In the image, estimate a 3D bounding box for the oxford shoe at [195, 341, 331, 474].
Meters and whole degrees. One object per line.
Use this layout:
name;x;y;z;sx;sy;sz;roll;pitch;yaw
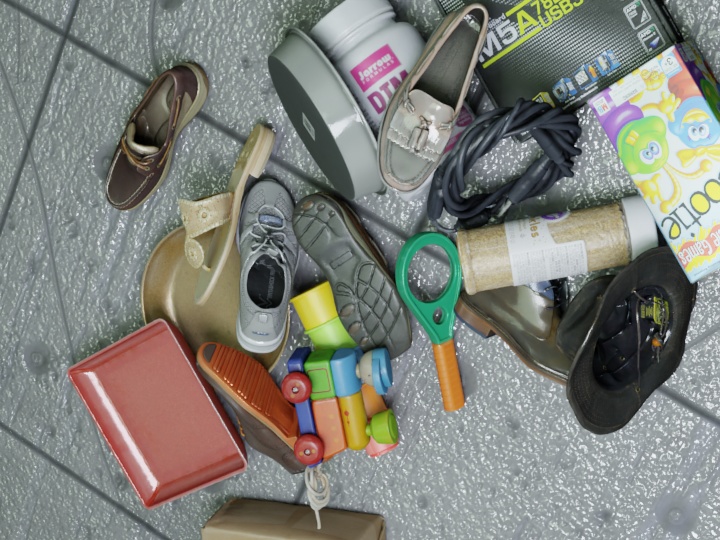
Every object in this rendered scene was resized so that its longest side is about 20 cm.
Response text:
oxford shoe;-0.122;0.163;1.682;0.200;0.072;0.073;45;123;-15

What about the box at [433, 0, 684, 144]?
box;0.194;-0.260;1.490;0.199;0.047;0.195;-30;89;26

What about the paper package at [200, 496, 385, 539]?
paper package;-0.074;0.375;1.715;0.197;0.103;0.194;2;103;23

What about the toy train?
toy train;-0.010;0.180;1.609;0.114;0.085;0.203;-7;104;14

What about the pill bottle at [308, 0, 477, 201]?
pill bottle;0.036;-0.184;1.539;0.113;0.113;0.201;-37;85;26

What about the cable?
cable;0.148;-0.102;1.464;0.161;0.201;0.051;-14;64;-13

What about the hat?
hat;0.248;0.056;1.468;0.080;0.199;0.203;27;112;39

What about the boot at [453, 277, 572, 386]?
boot;0.196;0.048;1.539;0.198;0.075;0.098;30;114;18

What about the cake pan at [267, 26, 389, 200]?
cake pan;-0.037;-0.157;1.541;0.036;0.200;0.202;-31;87;-9

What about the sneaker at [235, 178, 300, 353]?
sneaker;-0.096;-0.015;1.614;0.074;0.082;0.203;3;63;-11

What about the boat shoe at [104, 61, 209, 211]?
boat shoe;-0.248;-0.151;1.698;0.072;0.072;0.201;42;114;10

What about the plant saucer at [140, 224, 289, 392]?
plant saucer;-0.163;0.040;1.721;0.197;0.035;0.203;5;103;23

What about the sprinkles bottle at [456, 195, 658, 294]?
sprinkles bottle;0.198;-0.025;1.492;0.197;0.068;0.069;-11;97;5

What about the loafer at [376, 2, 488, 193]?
loafer;0.072;-0.174;1.452;0.071;0.063;0.202;25;76;-6

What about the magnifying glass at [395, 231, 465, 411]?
magnifying glass;0.084;0.056;1.601;0.022;0.079;0.203;13;119;57

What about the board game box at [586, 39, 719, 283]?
board game box;0.321;-0.108;1.432;0.102;0.105;0.202;-31;88;26

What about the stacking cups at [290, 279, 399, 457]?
stacking cups;-0.015;0.111;1.654;0.060;0.060;0.202;-24;90;26

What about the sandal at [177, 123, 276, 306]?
sandal;-0.166;-0.073;1.634;0.069;0.077;0.214;26;80;-19

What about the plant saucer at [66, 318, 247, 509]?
plant saucer;-0.234;0.167;1.754;0.199;0.037;0.201;-26;96;40

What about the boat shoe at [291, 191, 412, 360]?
boat shoe;0.000;0.000;1.619;0.075;0.074;0.202;-26;96;20
